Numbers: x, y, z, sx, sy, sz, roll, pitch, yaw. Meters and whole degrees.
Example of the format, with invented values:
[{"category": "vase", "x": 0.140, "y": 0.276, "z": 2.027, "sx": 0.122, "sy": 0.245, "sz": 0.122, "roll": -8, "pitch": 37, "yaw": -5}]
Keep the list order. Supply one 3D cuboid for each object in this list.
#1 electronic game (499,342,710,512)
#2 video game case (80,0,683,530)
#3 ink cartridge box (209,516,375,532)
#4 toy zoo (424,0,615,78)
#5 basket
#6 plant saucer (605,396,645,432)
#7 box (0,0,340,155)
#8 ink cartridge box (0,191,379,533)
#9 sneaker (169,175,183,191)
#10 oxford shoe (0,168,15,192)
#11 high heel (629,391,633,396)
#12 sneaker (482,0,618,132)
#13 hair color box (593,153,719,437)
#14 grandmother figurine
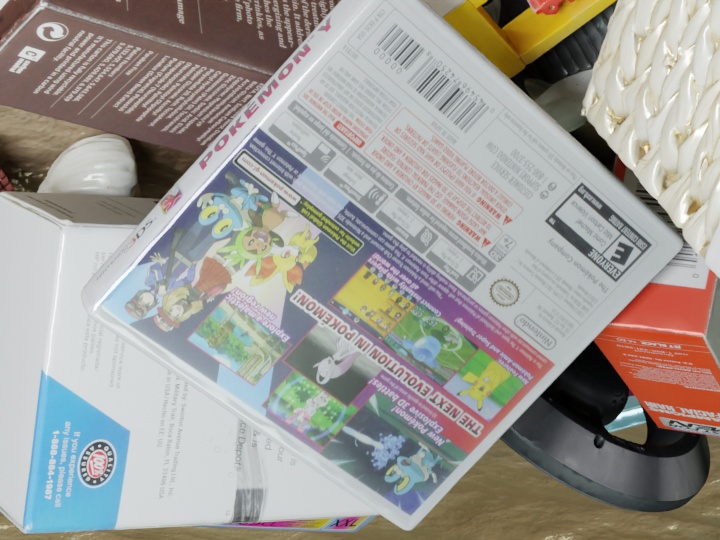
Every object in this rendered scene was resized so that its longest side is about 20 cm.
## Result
[{"category": "electronic game", "x": 0.113, "y": 0.055, "z": 1.096, "sx": 0.199, "sy": 0.200, "sz": 0.042, "roll": 14, "pitch": 125, "yaw": -38}, {"category": "video game case", "x": 0.014, "y": -0.002, "z": 0.828, "sx": 0.182, "sy": 0.023, "sz": 0.200, "roll": -47, "pitch": 124, "yaw": 8}, {"category": "ink cartridge box", "x": -0.021, "y": 0.099, "z": 1.275, "sx": 0.136, "sy": 0.077, "sz": 0.200, "roll": 5, "pitch": 149, "yaw": -26}, {"category": "toy zoo", "x": 0.087, "y": -0.152, "z": 0.801, "sx": 0.200, "sy": 0.021, "sz": 0.131, "roll": -36, "pitch": 147, "yaw": 12}, {"category": "basket", "x": 0.190, "y": -0.111, "z": 0.781, "sx": 0.135, "sy": 0.123, "sz": 0.201, "roll": -11, "pitch": 135, "yaw": -32}, {"category": "plant saucer", "x": 0.154, "y": 0.069, "z": 1.331, "sx": 0.070, "sy": 0.019, "sz": 0.200, "roll": -16, "pitch": 153, "yaw": 13}, {"category": "box", "x": -0.066, "y": -0.108, "z": 0.819, "sx": 0.199, "sy": 0.101, "sz": 0.075, "roll": 13, "pitch": 147, "yaw": -35}, {"category": "ink cartridge box", "x": -0.078, "y": 0.043, "z": 0.956, "sx": 0.199, "sy": 0.146, "sz": 0.084, "roll": 2, "pitch": -168, "yaw": -33}, {"category": "sneaker", "x": 0.000, "y": 0.000, "z": 0.911, "sx": 0.074, "sy": 0.116, "sz": 0.200, "roll": 3, "pitch": 137, "yaw": 49}, {"category": "oxford shoe", "x": -0.209, "y": -0.006, "z": 1.016, "sx": 0.070, "sy": 0.075, "sz": 0.200, "roll": -25, "pitch": 137, "yaw": -18}, {"category": "high heel", "x": 0.090, "y": 0.056, "z": 1.204, "sx": 0.200, "sy": 0.068, "sz": 0.096, "roll": 20, "pitch": 134, "yaw": -35}, {"category": "sneaker", "x": 0.099, "y": -0.107, "z": 0.919, "sx": 0.200, "sy": 0.074, "sz": 0.088, "roll": -30, "pitch": 167, "yaw": 29}, {"category": "hair color box", "x": 0.167, "y": 0.007, "z": 0.975, "sx": 0.064, "sy": 0.111, "sz": 0.200, "roll": 7, "pitch": 164, "yaw": 22}, {"category": "grandmother figurine", "x": -0.131, "y": 0.012, "z": 1.031, "sx": 0.060, "sy": 0.121, "sz": 0.201, "roll": -28, "pitch": 139, "yaw": -27}]
